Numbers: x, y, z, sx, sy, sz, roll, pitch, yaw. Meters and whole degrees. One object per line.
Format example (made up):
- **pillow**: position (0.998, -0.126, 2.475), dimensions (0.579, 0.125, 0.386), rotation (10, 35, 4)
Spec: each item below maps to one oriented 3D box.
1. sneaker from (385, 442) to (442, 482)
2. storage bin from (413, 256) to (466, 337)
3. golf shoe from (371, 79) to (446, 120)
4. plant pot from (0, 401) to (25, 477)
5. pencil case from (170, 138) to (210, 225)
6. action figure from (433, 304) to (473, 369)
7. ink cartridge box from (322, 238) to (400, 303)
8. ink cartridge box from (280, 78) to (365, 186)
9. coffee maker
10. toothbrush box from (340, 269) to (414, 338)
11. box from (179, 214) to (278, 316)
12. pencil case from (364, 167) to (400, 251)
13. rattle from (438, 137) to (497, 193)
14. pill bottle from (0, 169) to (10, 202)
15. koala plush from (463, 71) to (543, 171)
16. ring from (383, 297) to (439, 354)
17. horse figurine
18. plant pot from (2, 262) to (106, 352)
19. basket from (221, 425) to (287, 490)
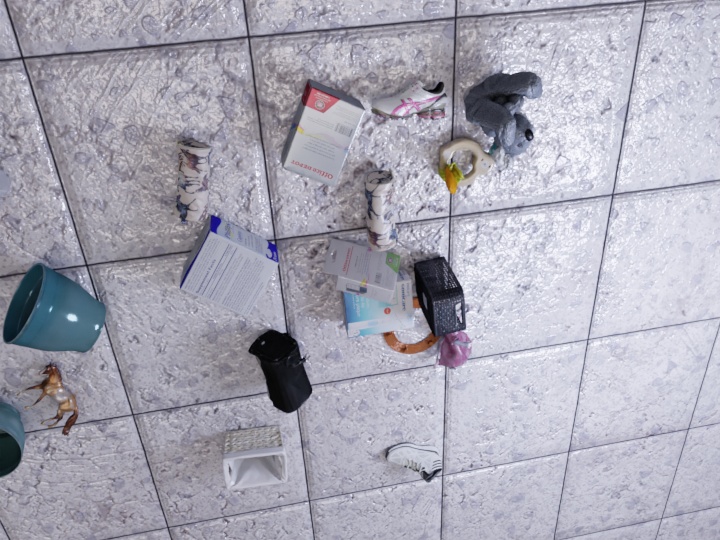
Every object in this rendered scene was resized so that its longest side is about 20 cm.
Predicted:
- **sneaker**: position (0.185, 0.649, 2.078), dimensions (0.194, 0.116, 0.078), rotation (3, 120, -13)
- **storage bin**: position (0.217, 0.070, 1.705), dimensions (0.091, 0.202, 0.139), rotation (-11, 122, -4)
- **golf shoe**: position (0.116, -0.412, 1.491), dimensions (0.194, 0.073, 0.095), rotation (-8, 115, -19)
- **plant pot**: position (-1.017, 0.451, 1.701), dimensions (0.194, 0.135, 0.206), rotation (-5, 120, -8)
- **pencil case**: position (-0.407, -0.216, 1.484), dimensions (0.087, 0.078, 0.205), rotation (-4, 121, -26)
- **action figure**: position (0.274, 0.188, 1.861), dimensions (0.145, 0.135, 0.204), rotation (-6, 126, 24)
- **ink cartridge box**: position (0.000, 0.000, 1.649), dimensions (0.194, 0.120, 0.068), rotation (15, 146, -1)
- **ink cartridge box**: position (-0.094, -0.328, 1.483), dimensions (0.142, 0.083, 0.204), rotation (17, 115, -20)
- **coffee maker**: position (-0.215, 0.299, 1.752), dimensions (0.132, 0.192, 0.204), rotation (-25, 125, -15)
- **toothbrush box**: position (0.047, 0.093, 1.743), dimensions (0.194, 0.086, 0.151), rotation (-8, 112, -8)
- **box**: position (-0.339, -0.011, 1.599), dimensions (0.196, 0.106, 0.186), rotation (25, 112, -24)
- **pencil case**: position (0.056, -0.158, 1.607), dimensions (0.088, 0.077, 0.205), rotation (-25, 126, -31)
- **rattle**: position (0.302, -0.271, 1.572), dimensions (0.193, 0.143, 0.135), rotation (-3, 102, -3)
- **pill bottle**: position (-0.894, -0.152, 1.398), dimensions (0.198, 0.113, 0.112), rotation (-37, 120, 10)
- **koala plush**: position (0.364, -0.364, 1.527), dimensions (0.180, 0.182, 0.200), rotation (-56, 134, -8)
- **ring**: position (0.163, 0.172, 1.860), dimensions (0.194, 0.019, 0.206), rotation (-5, 120, -8)
- **horse figurine**: position (-0.856, 0.364, 1.729), dimensions (0.131, 0.050, 0.203), rotation (-35, 113, -11)
- **plant pot**: position (-0.751, 0.111, 1.542), dimensions (0.186, 0.202, 0.201), rotation (29, 112, -41)
- **basket**: position (-0.329, 0.580, 1.926), dimensions (0.193, 0.124, 0.139), rotation (-4, 121, -9)
